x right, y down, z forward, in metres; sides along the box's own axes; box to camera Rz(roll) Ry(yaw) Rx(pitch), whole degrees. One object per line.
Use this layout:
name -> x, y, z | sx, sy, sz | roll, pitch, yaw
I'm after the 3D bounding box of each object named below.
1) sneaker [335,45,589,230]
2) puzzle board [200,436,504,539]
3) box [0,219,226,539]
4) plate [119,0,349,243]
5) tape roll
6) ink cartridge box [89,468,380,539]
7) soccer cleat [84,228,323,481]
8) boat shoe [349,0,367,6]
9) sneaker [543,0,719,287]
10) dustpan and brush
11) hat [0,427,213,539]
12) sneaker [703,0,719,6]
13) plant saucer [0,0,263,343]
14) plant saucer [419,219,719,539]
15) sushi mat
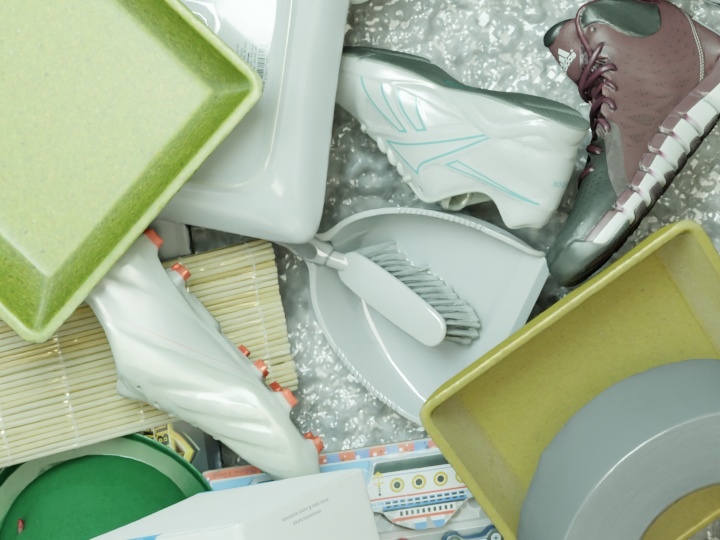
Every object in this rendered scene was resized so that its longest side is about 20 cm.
sneaker -> 0.037, -0.081, 1.652 | 0.200, 0.070, 0.081 | 23, 108, 31
puzzle board -> 0.008, 0.182, 1.707 | 0.199, 0.017, 0.152 | -8, 101, -12
box -> -0.169, 0.063, 1.699 | 0.158, 0.046, 0.201 | -7, 95, -3
plate -> -0.110, -0.126, 1.616 | 0.199, 0.032, 0.201 | 9, 94, 11
tape roll -> 0.197, 0.155, 1.672 | 0.199, 0.066, 0.201 | -8, 119, -15
ink cartridge box -> -0.056, 0.229, 1.574 | 0.128, 0.125, 0.201 | -11, 95, 35
soccer cleat -> -0.099, 0.063, 1.634 | 0.078, 0.069, 0.200 | -41, 97, -6
boat shoe -> -0.035, -0.166, 1.641 | 0.075, 0.092, 0.201 | 27, 80, -44
sneaker -> 0.141, -0.089, 1.675 | 0.115, 0.076, 0.200 | 38, 63, 4
dustpan and brush -> 0.000, 0.000, 1.687 | 0.200, 0.057, 0.140 | 35, 120, 19
hat -> -0.158, 0.201, 1.595 | 0.165, 0.176, 0.201 | -4, 95, 3
sneaker -> 0.210, -0.195, 1.678 | 0.199, 0.082, 0.074 | 4, 93, -5
plant saucer -> -0.184, -0.096, 1.588 | 0.200, 0.048, 0.200 | 43, 97, 7
plant saucer -> 0.153, 0.083, 1.685 | 0.199, 0.048, 0.200 | -35, 123, 1
sushi mat -> -0.138, 0.049, 1.659 | 0.199, 0.012, 0.096 | -14, 97, -16
